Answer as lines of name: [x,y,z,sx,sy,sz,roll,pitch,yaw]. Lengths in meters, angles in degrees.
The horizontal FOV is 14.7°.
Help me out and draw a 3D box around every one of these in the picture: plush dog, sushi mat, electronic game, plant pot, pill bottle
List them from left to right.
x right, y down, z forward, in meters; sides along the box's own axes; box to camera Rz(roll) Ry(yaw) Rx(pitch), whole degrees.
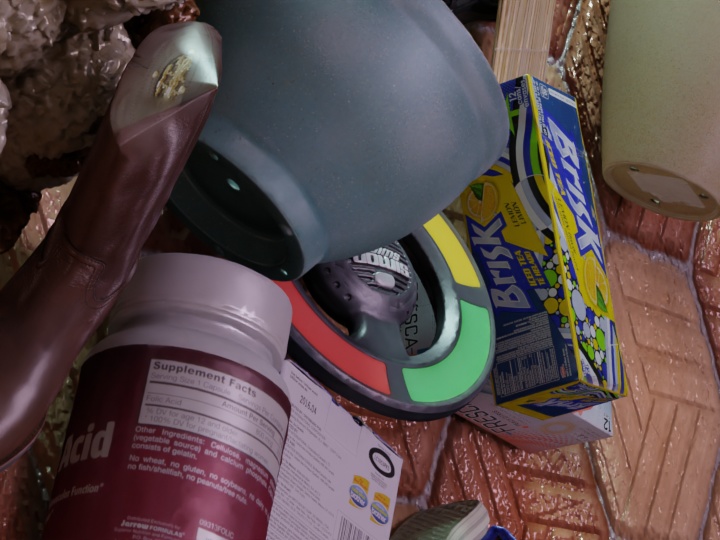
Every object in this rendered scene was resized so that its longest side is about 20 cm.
plush dog: [-0.168,-0.108,1.386,0.200,0.160,0.172,-44,142,-14]
pill bottle: [-0.099,0.100,1.450,0.114,0.114,0.201,43,49,-46]
plant pot: [-0.038,-0.080,1.516,0.134,0.200,0.201,-50,129,-22]
electronic game: [0.000,0.000,1.631,0.199,0.042,0.201,29,39,-27]
sushi mat: [0.102,-0.104,1.853,0.096,0.012,0.201,-14,112,-66]
plant pot: [0.251,-0.146,2.031,0.187,0.186,0.201,41,65,-47]

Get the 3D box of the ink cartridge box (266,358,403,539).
ink cartridge box: [-0.047,0.140,1.561,0.136,0.076,0.201,43,50,-47]

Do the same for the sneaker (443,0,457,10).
sneaker: [0.032,-0.167,1.742,0.076,0.087,0.201,-23,105,-59]

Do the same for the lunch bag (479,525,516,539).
lunch bag: [0.086,0.284,1.675,0.200,0.124,0.170,-51,145,-8]

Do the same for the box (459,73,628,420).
box: [0.109,-0.014,1.735,0.070,0.064,0.201,19,58,-57]

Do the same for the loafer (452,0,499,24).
loafer: [0.101,-0.203,1.883,0.200,0.063,0.072,-31,109,-56]

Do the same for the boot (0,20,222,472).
boot: [-0.136,-0.012,1.335,0.064,0.200,0.187,32,46,-4]

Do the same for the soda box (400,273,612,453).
soda box: [0.089,0.058,1.801,0.200,0.068,0.064,30,53,-52]

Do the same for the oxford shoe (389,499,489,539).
oxford shoe: [0.030,0.194,1.681,0.200,0.075,0.058,-29,107,-61]
